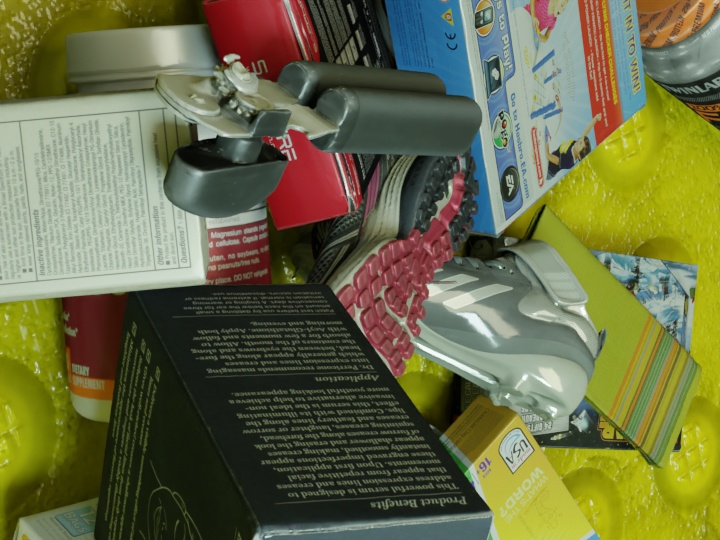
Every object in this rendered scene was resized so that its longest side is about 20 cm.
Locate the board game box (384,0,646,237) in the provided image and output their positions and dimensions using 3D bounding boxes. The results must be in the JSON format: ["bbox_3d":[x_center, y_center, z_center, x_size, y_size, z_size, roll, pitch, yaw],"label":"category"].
[{"bbox_3d":[0.100,-0.156,1.044,0.196,0.056,0.200,-39,128,-42],"label":"board game box"}]

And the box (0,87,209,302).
[{"bbox_3d":[-0.174,-0.033,0.784,0.199,0.078,0.095,-4,97,-3],"label":"box"}]

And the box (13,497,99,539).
[{"bbox_3d":[-0.085,0.206,0.851,0.112,0.200,0.102,-11,124,-40],"label":"box"}]

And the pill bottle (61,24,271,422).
[{"bbox_3d":[-0.105,-0.026,0.886,0.113,0.113,0.201,-9,98,-39],"label":"pill bottle"}]

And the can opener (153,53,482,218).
[{"bbox_3d":[-0.021,-0.067,0.788,0.200,0.053,0.067,-9,130,-49],"label":"can opener"}]

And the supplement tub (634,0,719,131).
[{"bbox_3d":[0.271,-0.164,1.187,0.200,0.122,0.123,28,75,-37],"label":"supplement tub"}]

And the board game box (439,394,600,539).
[{"bbox_3d":[0.082,0.201,1.079,0.153,0.040,0.200,-47,126,-16],"label":"board game box"}]

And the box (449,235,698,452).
[{"bbox_3d":[0.150,0.053,1.154,0.200,0.040,0.137,8,88,-40],"label":"box"}]

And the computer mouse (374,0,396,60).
[{"bbox_3d":[0.051,-0.212,1.049,0.110,0.044,0.200,47,61,-48],"label":"computer mouse"}]

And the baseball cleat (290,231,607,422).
[{"bbox_3d":[0.057,0.012,1.027,0.200,0.070,0.107,32,65,-10],"label":"baseball cleat"}]

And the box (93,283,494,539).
[{"bbox_3d":[-0.040,0.116,0.764,0.107,0.200,0.149,0,119,-24],"label":"box"}]

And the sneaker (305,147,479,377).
[{"bbox_3d":[0.000,0.000,0.931,0.200,0.075,0.081,-57,141,-42],"label":"sneaker"}]

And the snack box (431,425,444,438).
[{"bbox_3d":[-0.005,0.110,1.037,0.200,0.024,0.072,32,73,-37],"label":"snack box"}]

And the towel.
[{"bbox_3d":[0.162,0.048,1.129,0.200,0.018,0.086,42,62,-32],"label":"towel"}]

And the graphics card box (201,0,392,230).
[{"bbox_3d":[-0.026,-0.115,0.917,0.200,0.051,0.126,-68,142,-66],"label":"graphics card box"}]
